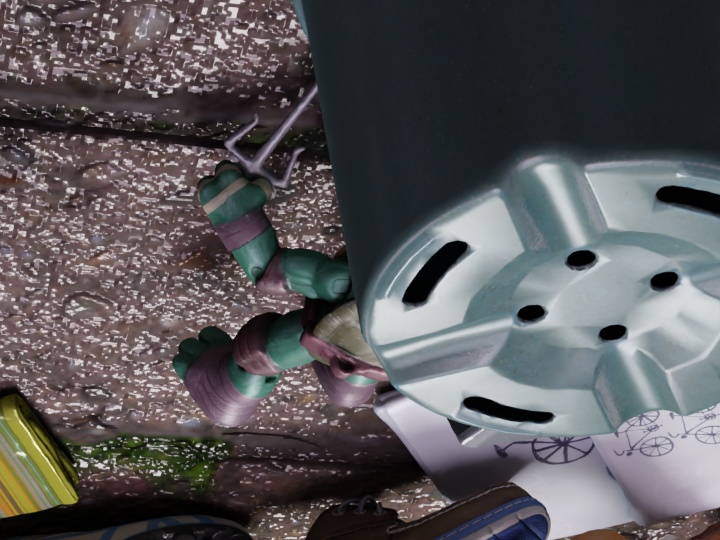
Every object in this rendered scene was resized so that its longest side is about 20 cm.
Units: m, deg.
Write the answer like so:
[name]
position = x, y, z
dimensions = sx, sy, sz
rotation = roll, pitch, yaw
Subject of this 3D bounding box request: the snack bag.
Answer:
[snack bag]
position = 0.123, 0.088, 1.028
dimensions = 0.198, 0.022, 0.189
rotation = -15, 143, 15

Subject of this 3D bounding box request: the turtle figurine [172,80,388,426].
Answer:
[turtle figurine]
position = 0.000, 0.000, 0.835
dimensions = 0.148, 0.102, 0.200
rotation = 11, 147, -21

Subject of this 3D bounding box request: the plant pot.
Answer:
[plant pot]
position = 0.066, -0.065, 0.662
dimensions = 0.198, 0.198, 0.201
rotation = -2, 144, -2

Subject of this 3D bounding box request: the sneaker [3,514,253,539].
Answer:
[sneaker]
position = -0.153, 0.166, 1.079
dimensions = 0.198, 0.073, 0.072
rotation = -12, 117, -9

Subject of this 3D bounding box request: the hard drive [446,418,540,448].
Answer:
[hard drive]
position = 0.141, 0.007, 0.847
dimensions = 0.200, 0.033, 0.139
rotation = -39, 159, 29

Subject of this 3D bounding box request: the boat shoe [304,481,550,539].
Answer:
[boat shoe]
position = 0.002, 0.157, 1.045
dimensions = 0.199, 0.073, 0.072
rotation = -30, 143, 4

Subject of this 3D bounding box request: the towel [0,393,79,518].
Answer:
[towel]
position = -0.248, 0.105, 1.016
dimensions = 0.198, 0.018, 0.086
rotation = -11, 138, 10

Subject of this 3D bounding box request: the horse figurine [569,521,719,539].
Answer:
[horse figurine]
position = 0.129, 0.181, 1.055
dimensions = 0.199, 0.050, 0.133
rotation = 18, 106, -42
